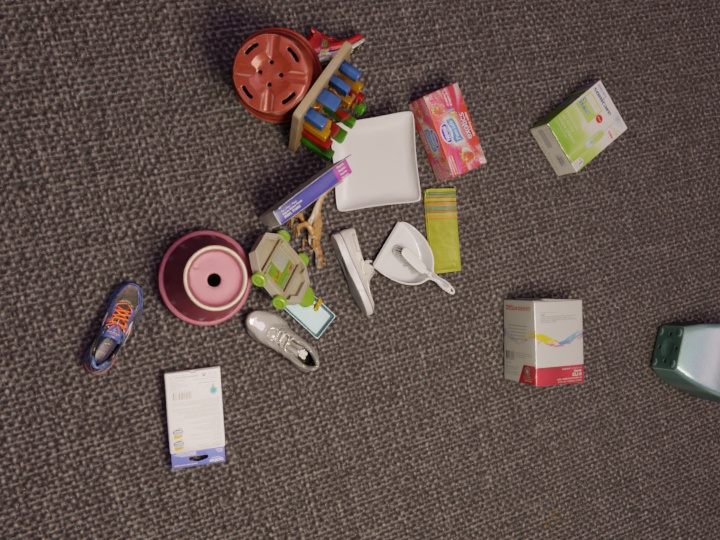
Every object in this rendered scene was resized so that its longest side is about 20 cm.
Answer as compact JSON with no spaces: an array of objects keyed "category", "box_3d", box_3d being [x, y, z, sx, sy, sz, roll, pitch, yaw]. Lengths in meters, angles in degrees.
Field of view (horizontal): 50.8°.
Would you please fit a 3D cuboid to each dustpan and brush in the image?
[{"category":"dustpan and brush","box_3d":[0.141,-0.006,1.772,0.200,0.057,0.141,40,69,-23]}]

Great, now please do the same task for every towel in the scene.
[{"category":"towel","box_3d":[0.199,-0.096,1.820,0.085,0.018,0.203,-6,92,-19]}]

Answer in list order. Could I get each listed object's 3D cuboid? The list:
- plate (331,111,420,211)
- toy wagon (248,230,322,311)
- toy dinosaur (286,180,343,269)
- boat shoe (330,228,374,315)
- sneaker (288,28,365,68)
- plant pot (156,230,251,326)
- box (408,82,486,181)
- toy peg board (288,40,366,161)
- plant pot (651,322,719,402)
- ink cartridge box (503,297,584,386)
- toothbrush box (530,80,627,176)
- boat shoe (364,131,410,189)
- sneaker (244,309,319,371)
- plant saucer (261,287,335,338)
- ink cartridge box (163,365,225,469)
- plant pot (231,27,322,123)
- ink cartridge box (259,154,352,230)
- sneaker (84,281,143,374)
[{"category":"plate","box_3d":[0.035,-0.243,1.708,0.197,0.032,0.203,-6,88,16]},{"category":"toy wagon","box_3d":[-0.159,0.015,1.632,0.201,0.039,0.156,51,38,-23]},{"category":"toy dinosaur","box_3d":[-0.106,-0.107,1.697,0.105,0.060,0.203,1,99,-34]},{"category":"boat shoe","box_3d":[0.000,0.000,1.723,0.069,0.071,0.202,-23,91,-16]},{"category":"sneaker","box_3d":[-0.081,-0.503,1.691,0.198,0.077,0.086,-23,92,-19]},{"category":"plant pot","box_3d":[-0.309,0.015,1.549,0.197,0.179,0.203,0,89,-21]},{"category":"box","box_3d":[0.203,-0.322,1.781,0.099,0.095,0.202,-24,98,-17]},{"category":"toy peg board","box_3d":[-0.056,-0.345,1.619,0.097,0.199,0.201,33,76,-1]},{"category":"plant pot","box_3d":[0.887,0.227,1.985,0.197,0.196,0.199,16,84,-11]},{"category":"ink cartridge box","box_3d":[0.443,0.167,1.840,0.143,0.145,0.203,-2,91,-20]},{"category":"toothbrush box","box_3d":[0.552,-0.358,1.915,0.199,0.086,0.146,-38,102,-18]},{"category":"boat shoe","box_3d":[0.071,-0.250,1.751,0.071,0.068,0.202,-30,83,18]},{"category":"sneaker","box_3d":[-0.163,0.151,1.650,0.199,0.087,0.075,35,81,-15]},{"category":"plant saucer","box_3d":[-0.148,0.062,1.693,0.200,0.019,0.070,44,75,-15]},{"category":"ink cartridge box","box_3d":[-0.351,0.309,1.606,0.118,0.042,0.203,-4,89,-20]},{"category":"plant pot","box_3d":[-0.177,-0.402,1.558,0.197,0.195,0.204,-1,103,-3]},{"category":"ink cartridge box","box_3d":[-0.113,-0.162,1.610,0.196,0.200,0.044,-38,102,-15]},{"category":"sneaker","box_3d":[-0.493,0.119,1.533,0.075,0.078,0.202,23,82,-19]}]
